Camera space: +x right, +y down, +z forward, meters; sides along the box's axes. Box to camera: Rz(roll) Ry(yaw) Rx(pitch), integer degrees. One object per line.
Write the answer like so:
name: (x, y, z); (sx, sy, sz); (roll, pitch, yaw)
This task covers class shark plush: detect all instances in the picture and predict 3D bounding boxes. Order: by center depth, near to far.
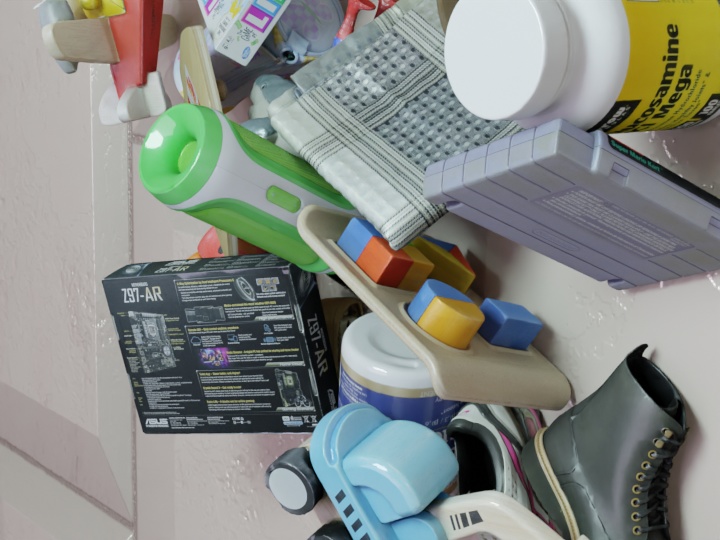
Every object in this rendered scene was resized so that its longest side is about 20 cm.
shark plush: (-0.027, -0.130, 1.047); (0.200, 0.091, 0.083); (2, 66, 48)

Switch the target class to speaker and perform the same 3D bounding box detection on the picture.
speaker: (-0.078, -0.061, 0.998); (0.088, 0.200, 0.089); (-18, 61, 36)

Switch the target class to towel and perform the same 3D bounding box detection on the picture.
towel: (0.041, -0.133, 0.983); (0.200, 0.192, 0.035); (46, 172, 36)

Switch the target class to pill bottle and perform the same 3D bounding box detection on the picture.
pill bottle: (0.155, -0.144, 0.810); (0.112, 0.200, 0.113); (13, 107, 49)
pill bottle: (0.035, 0.143, 1.072); (0.111, 0.111, 0.200); (32, 130, 43)

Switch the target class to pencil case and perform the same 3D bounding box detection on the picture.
pencil case: (-0.100, -0.212, 1.198); (0.200, 0.083, 0.091); (-15, 62, 51)

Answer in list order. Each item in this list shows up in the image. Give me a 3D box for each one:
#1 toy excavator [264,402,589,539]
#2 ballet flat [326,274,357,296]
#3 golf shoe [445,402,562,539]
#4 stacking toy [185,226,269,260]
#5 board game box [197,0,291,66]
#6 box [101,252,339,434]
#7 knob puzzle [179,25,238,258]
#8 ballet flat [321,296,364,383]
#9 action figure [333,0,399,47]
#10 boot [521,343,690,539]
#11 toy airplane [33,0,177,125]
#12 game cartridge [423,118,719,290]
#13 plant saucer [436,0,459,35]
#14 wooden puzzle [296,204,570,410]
toy excavator: (0.054, 0.179, 0.933); (0.200, 0.100, 0.195); (-28, 93, 42)
ballet flat: (0.000, 0.000, 1.118); (0.200, 0.046, 0.067); (34, 128, 24)
golf shoe: (0.115, 0.203, 1.008); (0.073, 0.092, 0.200); (-20, 83, 43)
stacking toy: (-0.099, -0.031, 1.221); (0.146, 0.146, 0.200); (33, 105, 42)
board game box: (-0.098, -0.287, 1.133); (0.135, 0.034, 0.200); (-53, 32, 20)
box: (-0.126, 0.069, 1.137); (0.200, 0.044, 0.161); (-5, 108, 26)
knob puzzle: (-0.132, -0.134, 1.141); (0.220, 0.030, 0.220); (169, 90, -77)
ballet flat: (-0.004, 0.120, 1.162); (0.063, 0.069, 0.200); (-21, 82, 36)
action figure: (0.002, -0.135, 1.105); (0.099, 0.065, 0.200); (44, 126, 35)
boot: (0.210, 0.168, 0.906); (0.200, 0.077, 0.138); (56, 130, 26)
toy airplane: (-0.251, -0.244, 1.261); (0.141, 0.199, 0.200); (12, 152, 14)
game cartridge: (0.158, -0.040, 0.837); (0.130, 0.200, 0.038); (-21, 55, 48)
plant saucer: (0.122, -0.248, 0.933); (0.200, 0.029, 0.200); (-19, 68, 57)
wooden puzzle: (0.066, 0.021, 0.972); (0.046, 0.185, 0.200); (-53, 54, 19)
